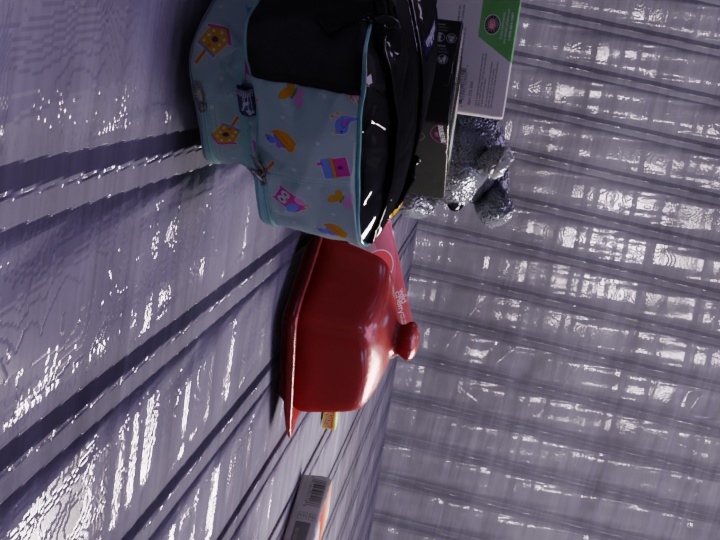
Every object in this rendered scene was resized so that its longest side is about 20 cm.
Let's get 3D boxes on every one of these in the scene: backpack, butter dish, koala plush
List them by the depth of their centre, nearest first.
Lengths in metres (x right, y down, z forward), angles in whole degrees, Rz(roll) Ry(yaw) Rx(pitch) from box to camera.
[{"bbox_3d":[-0.026,-0.122,0.864,0.201,0.152,0.176,79,21,-47],"label":"backpack"},{"bbox_3d":[-0.006,0.069,1.457,0.200,0.147,0.201,-76,173,-49],"label":"butter dish"},{"bbox_3d":[0.135,-0.155,1.826,0.200,0.176,0.185,-34,129,-81],"label":"koala plush"}]

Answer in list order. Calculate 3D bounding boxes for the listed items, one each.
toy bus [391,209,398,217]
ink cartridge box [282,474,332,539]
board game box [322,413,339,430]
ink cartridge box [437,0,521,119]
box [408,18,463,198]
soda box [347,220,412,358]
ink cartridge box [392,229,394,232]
[{"bbox_3d":[0.019,-0.138,1.720,0.078,0.065,0.200,-47,161,-21],"label":"toy bus"},{"bbox_3d":[-0.080,0.414,1.807,0.162,0.050,0.201,-72,167,-57],"label":"ink cartridge box"},{"bbox_3d":[-0.027,0.148,2.026,0.200,0.030,0.096,-69,168,-53],"label":"board game box"},{"bbox_3d":[0.084,-0.272,1.547,0.084,0.199,0.147,-74,173,-69],"label":"ink cartridge box"},{"bbox_3d":[0.032,-0.180,1.419,0.200,0.148,0.125,83,16,-70],"label":"box"},{"bbox_3d":[0.011,0.009,1.570,0.070,0.063,0.201,38,-34,54],"label":"soda box"},{"bbox_3d":[0.000,0.000,1.831,0.200,0.067,0.116,-42,141,-81],"label":"ink cartridge box"}]
